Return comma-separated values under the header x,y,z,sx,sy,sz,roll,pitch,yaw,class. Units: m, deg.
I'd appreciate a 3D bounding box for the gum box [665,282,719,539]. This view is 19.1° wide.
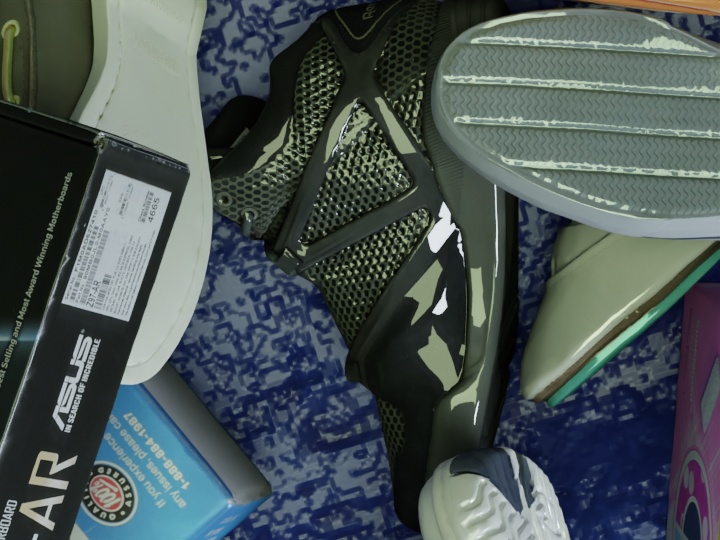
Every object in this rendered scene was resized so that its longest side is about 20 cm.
x,y,z,sx,sy,sz,roll,pitch,yaw,class
0.153,0.100,0.775,0.066,0.114,0.200,2,98,-3,gum box

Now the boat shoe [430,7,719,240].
x,y,z,sx,sy,sz,roll,pitch,yaw,class
0.120,-0.036,0.718,0.200,0.067,0.074,12,77,-2,boat shoe

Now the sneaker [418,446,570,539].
x,y,z,sx,sy,sz,roll,pitch,yaw,class
0.019,0.138,0.762,0.130,0.199,0.080,-14,58,11,sneaker

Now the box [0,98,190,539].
x,y,z,sx,sy,sz,roll,pitch,yaw,class
-0.152,0.038,0.666,0.160,0.044,0.200,19,90,35,box

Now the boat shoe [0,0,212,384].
x,y,z,sx,sy,sz,roll,pitch,yaw,class
-0.093,-0.050,0.728,0.060,0.072,0.202,-16,60,29,boat shoe

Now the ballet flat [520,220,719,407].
x,y,z,sx,sy,sz,roll,pitch,yaw,class
0.123,-0.033,0.783,0.200,0.069,0.069,-39,98,-4,ballet flat

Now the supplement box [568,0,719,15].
x,y,z,sx,sy,sz,roll,pitch,yaw,class
0.070,-0.120,0.695,0.069,0.200,0.067,7,98,-8,supplement box

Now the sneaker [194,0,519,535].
x,y,z,sx,sy,sz,roll,pitch,yaw,class
0.000,0.000,0.777,0.114,0.076,0.200,2,109,12,sneaker

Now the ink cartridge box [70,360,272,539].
x,y,z,sx,sy,sz,roll,pitch,yaw,class
-0.156,0.090,0.761,0.200,0.084,0.145,-41,84,4,ink cartridge box
